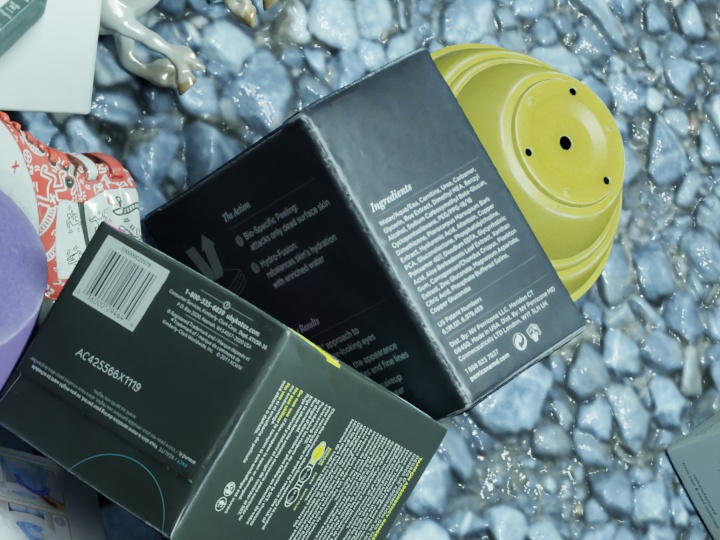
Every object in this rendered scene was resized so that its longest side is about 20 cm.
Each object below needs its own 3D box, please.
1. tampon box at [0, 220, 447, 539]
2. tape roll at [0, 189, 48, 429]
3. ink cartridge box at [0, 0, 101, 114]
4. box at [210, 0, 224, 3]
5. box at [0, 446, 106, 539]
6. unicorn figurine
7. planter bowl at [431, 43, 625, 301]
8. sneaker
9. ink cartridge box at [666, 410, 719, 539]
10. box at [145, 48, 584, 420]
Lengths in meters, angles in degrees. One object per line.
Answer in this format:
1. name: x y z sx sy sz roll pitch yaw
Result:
1. tampon box: -0.075 0.084 1.453 0.126 0.150 0.200 -60 148 -3
2. tape roll: -0.277 0.017 1.431 0.200 0.085 0.200 13 38 -10
3. ink cartridge box: -0.248 -0.184 1.532 0.200 0.044 0.174 1 104 -28
4. box: -0.026 -0.238 1.675 0.082 0.200 0.049 -20 84 -37
5. box: -0.197 0.200 1.406 0.101 0.113 0.200 18 30 -28
6. unicorn figurine: -0.142 -0.178 1.642 0.137 0.074 0.200 45 86 -8
7. planter bowl: 0.120 -0.076 1.789 0.200 0.083 0.201 12 66 -30
8. sneaker: -0.200 -0.058 1.554 0.108 0.067 0.201 -42 121 -36
9. ink cartridge box: 0.335 0.104 1.794 0.146 0.200 0.083 -30 91 -37
10. box: 0.000 0.000 1.600 0.117 0.197 0.200 -32 92 -37
